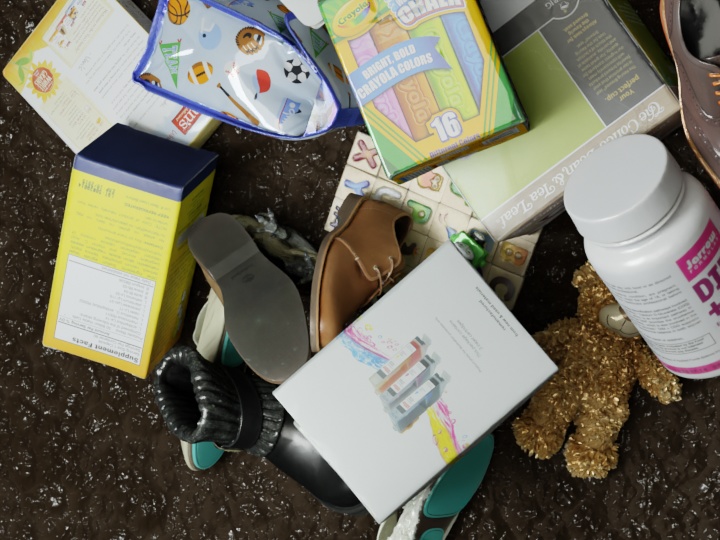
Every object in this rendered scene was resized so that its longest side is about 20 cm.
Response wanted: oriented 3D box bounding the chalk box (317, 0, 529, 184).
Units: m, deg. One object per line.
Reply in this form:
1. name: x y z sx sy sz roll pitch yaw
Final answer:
1. chalk box: 0.044 -0.186 1.538 0.123 0.125 0.201 -23 87 6

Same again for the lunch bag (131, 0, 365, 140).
1. lunch bag: -0.073 -0.186 1.716 0.199 0.170 0.124 26 108 17

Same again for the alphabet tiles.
1. alphabet tiles: 0.069 -0.047 1.762 0.199 0.006 0.167 24 102 16

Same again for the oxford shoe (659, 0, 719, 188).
1. oxford shoe: 0.286 -0.144 1.512 0.071 0.073 0.201 -22 88 6

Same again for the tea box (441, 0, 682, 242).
1. tea box: 0.156 -0.160 1.649 0.200 0.134 0.197 -36 82 17

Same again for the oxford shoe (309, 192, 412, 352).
1. oxford shoe: 0.000 0.000 1.693 0.071 0.200 0.072 10 132 12

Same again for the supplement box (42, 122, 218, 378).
1. supplement box: -0.217 -0.020 1.787 0.108 0.110 0.201 18 114 8

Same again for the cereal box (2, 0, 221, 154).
1. cereal box: -0.238 -0.175 1.844 0.200 0.040 0.144 47 110 9

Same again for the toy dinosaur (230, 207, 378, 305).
1. toy dinosaur: -0.060 -0.015 1.772 0.199 0.088 0.048 30 89 14

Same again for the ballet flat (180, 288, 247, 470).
1. ballet flat: -0.142 0.092 1.830 0.069 0.069 0.201 21 100 17

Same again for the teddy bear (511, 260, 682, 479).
1. teddy bear: 0.210 0.091 1.693 0.145 0.067 0.200 41 108 9

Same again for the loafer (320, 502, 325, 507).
1. loafer: 0.034 0.151 1.764 0.072 0.063 0.200 42 107 11

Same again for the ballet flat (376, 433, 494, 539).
1. ballet flat: 0.055 0.222 1.765 0.072 0.072 0.201 28 104 15

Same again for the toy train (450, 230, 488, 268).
1. toy train: 0.046 0.042 1.747 0.042 0.056 0.200 42 111 10

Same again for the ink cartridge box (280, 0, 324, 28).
1. ink cartridge box: -0.060 -0.318 1.657 0.083 0.200 0.145 -39 115 18

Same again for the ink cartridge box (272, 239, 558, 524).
1. ink cartridge box: 0.046 0.098 1.612 0.200 0.145 0.145 -40 84 -2

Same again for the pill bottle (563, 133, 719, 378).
1. pill bottle: 0.256 -0.012 1.575 0.113 0.114 0.200 -26 127 20

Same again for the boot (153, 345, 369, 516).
1. boot: -0.082 0.147 1.718 0.211 0.158 0.080 27 92 44

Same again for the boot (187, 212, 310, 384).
1. boot: -0.090 0.036 1.710 0.073 0.076 0.200 -27 50 -5
